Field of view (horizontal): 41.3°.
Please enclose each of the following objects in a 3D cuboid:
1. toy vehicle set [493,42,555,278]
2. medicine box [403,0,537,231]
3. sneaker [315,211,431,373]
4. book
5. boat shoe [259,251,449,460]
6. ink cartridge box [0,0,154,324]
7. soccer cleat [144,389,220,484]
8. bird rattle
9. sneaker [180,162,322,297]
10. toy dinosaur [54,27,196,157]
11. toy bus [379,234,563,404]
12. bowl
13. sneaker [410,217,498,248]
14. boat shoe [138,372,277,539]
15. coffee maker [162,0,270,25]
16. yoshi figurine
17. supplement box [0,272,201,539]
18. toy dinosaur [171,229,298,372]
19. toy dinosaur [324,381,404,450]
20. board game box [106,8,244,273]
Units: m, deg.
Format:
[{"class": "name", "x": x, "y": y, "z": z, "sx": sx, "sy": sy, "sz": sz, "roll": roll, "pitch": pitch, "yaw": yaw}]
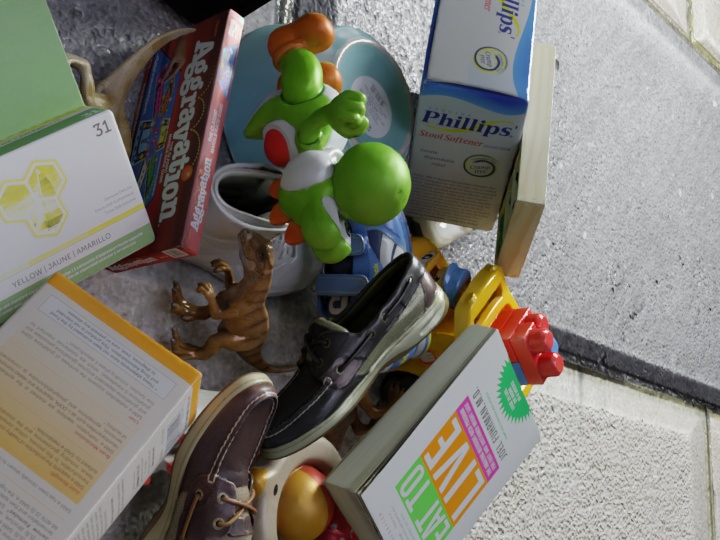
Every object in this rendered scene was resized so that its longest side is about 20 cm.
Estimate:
[{"class": "toy vehicle set", "x": 0.163, "y": -0.110, "z": 0.949, "sx": 0.125, "sy": 0.026, "sz": 0.202, "roll": 96, "pitch": 4, "yaw": -57}, {"class": "medicine box", "x": 0.110, "y": -0.177, "z": 0.968, "sx": 0.201, "sy": 0.101, "sz": 0.184, "roll": 95, "pitch": 5, "yaw": -56}, {"class": "sneaker", "x": 0.000, "y": 0.000, "z": 0.832, "sx": 0.082, "sy": 0.073, "sz": 0.203, "roll": -29, "pitch": 107, "yaw": -35}, {"class": "book", "x": 0.072, "y": 0.163, "z": 0.823, "sx": 0.200, "sy": 0.048, "sz": 0.135, "roll": -44, "pitch": 122, "yaw": -30}, {"class": "boat shoe", "x": -0.016, "y": 0.063, "z": 0.763, "sx": 0.200, "sy": 0.072, "sz": 0.066, "roll": -41, "pitch": 114, "yaw": -16}, {"class": "ink cartridge box", "x": -0.235, "y": -0.081, "z": 0.635, "sx": 0.145, "sy": 0.048, "sz": 0.203, "roll": -32, "pitch": 122, "yaw": -32}, {"class": "soccer cleat", "x": -0.134, "y": 0.118, "z": 0.751, "sx": 0.199, "sy": 0.077, "sz": 0.070, "roll": 8, "pitch": 112, "yaw": -61}, {"class": "bird rattle", "x": -0.041, "y": 0.215, "z": 0.785, "sx": 0.199, "sy": 0.112, "sz": 0.166, "roll": -19, "pitch": 106, "yaw": -47}, {"class": "sneaker", "x": -0.077, "y": -0.031, "z": 0.807, "sx": 0.199, "sy": 0.115, "sz": 0.075, "roll": 17, "pitch": 65, "yaw": -47}, {"class": "toy dinosaur", "x": -0.207, "y": -0.121, "z": 0.729, "sx": 0.101, "sy": 0.058, "sz": 0.203, "roll": 36, "pitch": 70, "yaw": -49}, {"class": "toy bus", "x": 0.101, "y": 0.056, "z": 0.935, "sx": 0.136, "sy": 0.190, "sz": 0.202, "roll": -45, "pitch": 114, "yaw": -41}, {"class": "bowl", "x": -0.024, "y": -0.149, "z": 0.901, "sx": 0.199, "sy": 0.104, "sz": 0.204, "roll": 14, "pitch": 70, "yaw": -46}, {"class": "sneaker", "x": 0.134, "y": -0.086, "z": 1.075, "sx": 0.199, "sy": 0.093, "sz": 0.071, "roll": -33, "pitch": 106, "yaw": -47}, {"class": "boat shoe", "x": -0.103, "y": 0.173, "z": 0.694, "sx": 0.202, "sy": 0.072, "sz": 0.072, "roll": -61, "pitch": 153, "yaw": 6}, {"class": "coffee maker", "x": -0.093, "y": -0.283, "z": 0.777, "sx": 0.135, "sy": 0.198, "sz": 0.193, "roll": 53, "pitch": 45, "yaw": -23}, {"class": "yoshi figurine", "x": -0.014, "y": -0.100, "z": 0.736, "sx": 0.111, "sy": 0.112, "sz": 0.202, "roll": 14, "pitch": 50, "yaw": -34}, {"class": "supplement box", "x": -0.208, "y": 0.118, "z": 0.600, "sx": 0.125, "sy": 0.074, "sz": 0.201, "roll": 34, "pitch": 57, "yaw": 7}, {"class": "toy dinosaur", "x": -0.100, "y": 0.050, "z": 0.781, "sx": 0.201, "sy": 0.104, "sz": 0.061, "roll": 94, "pitch": -5, "yaw": -54}, {"class": "toy dinosaur", "x": -0.021, "y": 0.132, "z": 0.896, "sx": 0.105, "sy": 0.060, "sz": 0.203, "roll": 13, "pitch": 78, "yaw": -24}, {"class": "board game box", "x": -0.147, "y": -0.102, "z": 0.750, "sx": 0.019, "sy": 0.102, "sz": 0.203, "roll": 28, "pitch": 61, "yaw": -44}]
